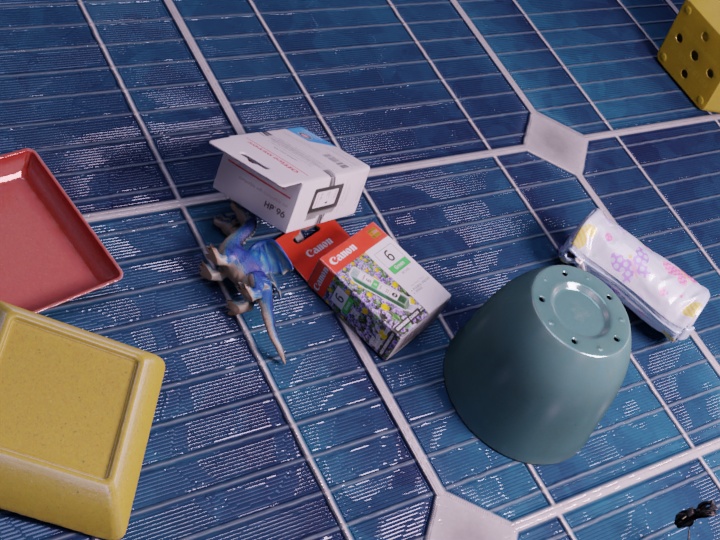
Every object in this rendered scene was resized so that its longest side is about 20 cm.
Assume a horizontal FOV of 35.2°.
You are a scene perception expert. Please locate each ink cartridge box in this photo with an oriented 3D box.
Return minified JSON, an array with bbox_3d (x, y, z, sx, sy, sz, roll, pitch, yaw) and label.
[{"bbox_3d":[-0.089,-0.107,1.322,0.115,0.069,0.199,31,23,21],"label":"ink cartridge box"},{"bbox_3d":[0.000,0.000,1.343,0.200,0.051,0.109,44,47,12],"label":"ink cartridge box"}]

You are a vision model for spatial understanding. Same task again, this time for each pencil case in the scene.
[{"bbox_3d":[0.356,0.006,1.481,0.199,0.084,0.091,36,30,5],"label":"pencil case"}]

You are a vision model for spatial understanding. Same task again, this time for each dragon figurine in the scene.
[{"bbox_3d":[-0.114,0.002,1.279,0.099,0.059,0.200,-26,66,-39],"label":"dragon figurine"}]

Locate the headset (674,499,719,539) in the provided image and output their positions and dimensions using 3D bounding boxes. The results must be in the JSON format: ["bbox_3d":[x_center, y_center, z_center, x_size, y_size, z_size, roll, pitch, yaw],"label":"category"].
[{"bbox_3d":[0.391,0.350,1.208,0.122,0.094,0.203,-11,69,-34],"label":"headset"}]

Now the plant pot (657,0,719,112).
[{"bbox_3d":[0.618,-0.379,1.885,0.174,0.201,0.201,-20,62,-25],"label":"plant pot"}]

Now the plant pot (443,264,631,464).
[{"bbox_3d":[0.215,0.091,1.296,0.197,0.162,0.203,14,47,-15],"label":"plant pot"}]

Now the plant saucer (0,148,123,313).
[{"bbox_3d":[-0.382,-0.023,1.185,0.198,0.037,0.201,-24,65,-39],"label":"plant saucer"}]

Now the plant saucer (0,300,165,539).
[{"bbox_3d":[-0.288,0.128,1.066,0.197,0.048,0.203,21,52,-18],"label":"plant saucer"}]
